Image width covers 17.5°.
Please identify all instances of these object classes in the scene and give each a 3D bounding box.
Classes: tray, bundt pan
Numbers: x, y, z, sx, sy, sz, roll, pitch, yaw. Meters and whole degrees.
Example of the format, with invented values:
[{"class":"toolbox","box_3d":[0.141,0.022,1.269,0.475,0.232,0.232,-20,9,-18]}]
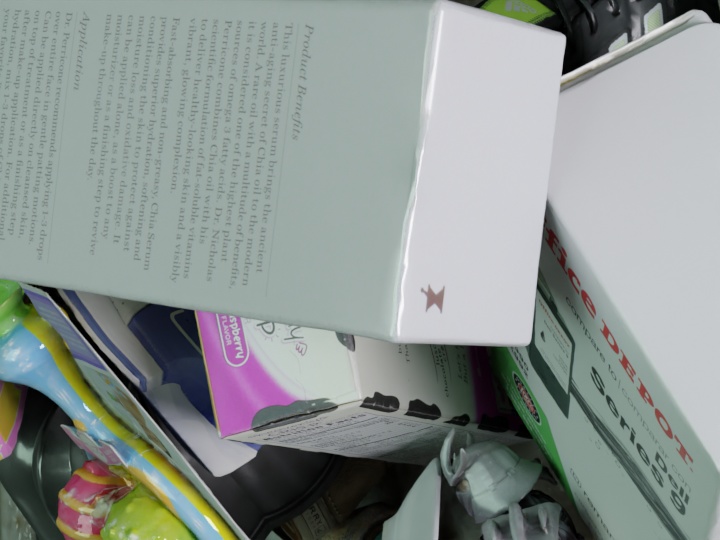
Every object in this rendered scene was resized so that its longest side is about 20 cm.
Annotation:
[{"class":"tray","box_3d":[0.011,0.181,0.897,0.108,0.022,0.201,-81,-4,-61]},{"class":"bundt pan","box_3d":[-0.086,0.035,1.022,0.201,0.076,0.203,-21,42,20]}]

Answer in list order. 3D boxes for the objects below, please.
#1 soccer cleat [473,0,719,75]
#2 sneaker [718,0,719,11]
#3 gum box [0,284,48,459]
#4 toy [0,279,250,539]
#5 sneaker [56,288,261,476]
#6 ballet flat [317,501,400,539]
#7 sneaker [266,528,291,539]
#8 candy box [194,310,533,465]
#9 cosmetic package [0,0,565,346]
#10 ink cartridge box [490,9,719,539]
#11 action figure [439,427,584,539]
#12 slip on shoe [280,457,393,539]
[{"class":"soccer cleat","box_3d":[0.076,-0.084,0.838,0.067,0.081,0.200,34,79,32]},{"class":"sneaker","box_3d":[0.171,-0.084,0.798,0.099,0.075,0.202,-14,95,28]},{"class":"gum box","box_3d":[-0.182,-0.013,0.966,0.066,0.201,0.114,-16,122,11]},{"class":"toy","box_3d":[-0.090,0.089,0.886,0.201,0.047,0.115,58,162,-19]},{"class":"sneaker","box_3d":[-0.066,-0.021,0.938,0.115,0.081,0.200,-35,40,1]},{"class":"ballet flat","box_3d":[0.005,0.203,1.048,0.067,0.068,0.202,3,89,55]},{"class":"sneaker","box_3d":[-0.082,0.217,1.125,0.074,0.087,0.201,30,119,40]},{"class":"candy box","box_3d":[0.000,0.000,0.901,0.061,0.200,0.137,-16,76,20]},{"class":"cosmetic package","box_3d":[-0.038,-0.037,0.757,0.199,0.071,0.102,8,92,40]},{"class":"ink cartridge box","box_3d":[0.112,0.029,0.803,0.146,0.084,0.200,59,169,24]},{"class":"action figure","box_3d":[0.074,0.151,0.888,0.069,0.130,0.201,-21,99,17]},{"class":"slip on shoe","box_3d":[-0.050,0.057,1.088,0.200,0.060,0.076,36,158,57]}]
